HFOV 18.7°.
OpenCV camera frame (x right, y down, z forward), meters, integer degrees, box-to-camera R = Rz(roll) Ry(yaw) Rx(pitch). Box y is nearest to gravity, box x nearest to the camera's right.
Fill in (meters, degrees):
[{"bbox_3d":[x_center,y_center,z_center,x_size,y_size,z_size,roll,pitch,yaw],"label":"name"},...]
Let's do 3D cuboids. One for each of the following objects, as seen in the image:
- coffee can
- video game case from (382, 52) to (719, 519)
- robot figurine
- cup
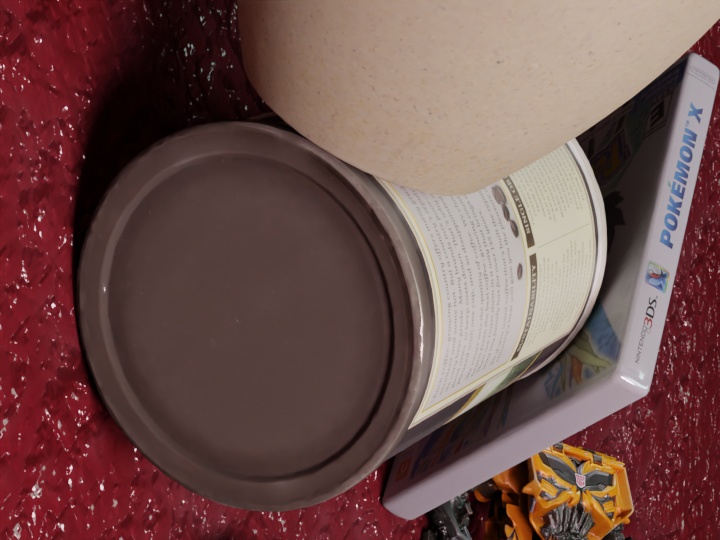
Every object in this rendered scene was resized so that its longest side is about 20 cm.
[{"bbox_3d":[0.000,0.000,0.891,0.200,0.146,0.147,-22,109,-62],"label":"coffee can"},{"bbox_3d":[0.088,0.011,1.043,0.022,0.200,0.183,29,56,-18],"label":"video game case"},{"bbox_3d":[0.099,0.169,1.123,0.145,0.058,0.201,19,58,-34],"label":"robot figurine"},{"bbox_3d":[0.033,-0.114,0.791,0.143,0.200,0.200,-60,163,23],"label":"cup"}]
